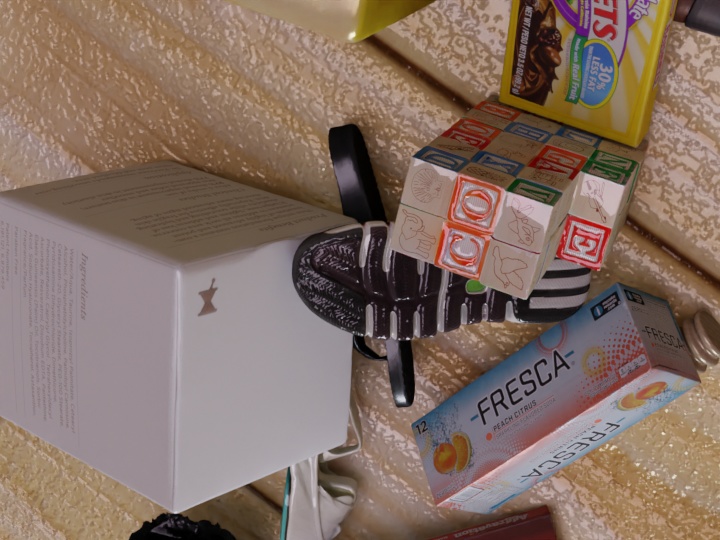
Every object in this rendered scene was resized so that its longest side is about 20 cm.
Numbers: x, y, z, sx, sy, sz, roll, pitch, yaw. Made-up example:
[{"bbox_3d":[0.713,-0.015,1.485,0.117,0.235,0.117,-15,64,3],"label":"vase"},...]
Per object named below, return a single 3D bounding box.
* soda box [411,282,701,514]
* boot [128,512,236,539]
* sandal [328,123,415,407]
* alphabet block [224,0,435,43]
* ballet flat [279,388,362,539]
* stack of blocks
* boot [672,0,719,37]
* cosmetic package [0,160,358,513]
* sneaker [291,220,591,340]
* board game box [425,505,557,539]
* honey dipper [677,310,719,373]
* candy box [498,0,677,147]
[{"bbox_3d":[0.129,0.092,0.950,0.199,0.063,0.069,-38,54,31],"label":"soda box"},{"bbox_3d":[-0.087,0.268,1.080,0.196,0.074,0.164,6,131,24],"label":"boot"},{"bbox_3d":[0.000,-0.001,0.984,0.047,0.075,0.203,-13,94,11],"label":"sandal"},{"bbox_3d":[-0.041,-0.273,0.842,0.198,0.195,0.199,20,115,13],"label":"alphabet block"},{"bbox_3d":[-0.031,0.147,1.053,0.069,0.069,0.203,6,107,18],"label":"ballet flat"},{"bbox_3d":[0.104,-0.048,0.859,0.114,0.200,0.059,19,112,13],"label":"stack of blocks"},{"bbox_3d":[0.171,-0.259,0.850,0.198,0.068,0.190,25,127,16],"label":"boot"},{"bbox_3d":[-0.129,0.034,0.954,0.199,0.166,0.169,19,113,39],"label":"cosmetic package"},{"bbox_3d":[0.045,-0.005,0.932,0.197,0.116,0.077,4,107,-12],"label":"sneaker"},{"bbox_3d":[0.058,0.252,1.037,0.198,0.019,0.104,-16,102,1],"label":"board game box"},{"bbox_3d":[0.170,0.095,0.979,0.199,0.038,0.038,-38,93,30],"label":"honey dipper"},{"bbox_3d":[0.145,-0.177,0.853,0.101,0.026,0.202,20,133,18],"label":"candy box"}]
